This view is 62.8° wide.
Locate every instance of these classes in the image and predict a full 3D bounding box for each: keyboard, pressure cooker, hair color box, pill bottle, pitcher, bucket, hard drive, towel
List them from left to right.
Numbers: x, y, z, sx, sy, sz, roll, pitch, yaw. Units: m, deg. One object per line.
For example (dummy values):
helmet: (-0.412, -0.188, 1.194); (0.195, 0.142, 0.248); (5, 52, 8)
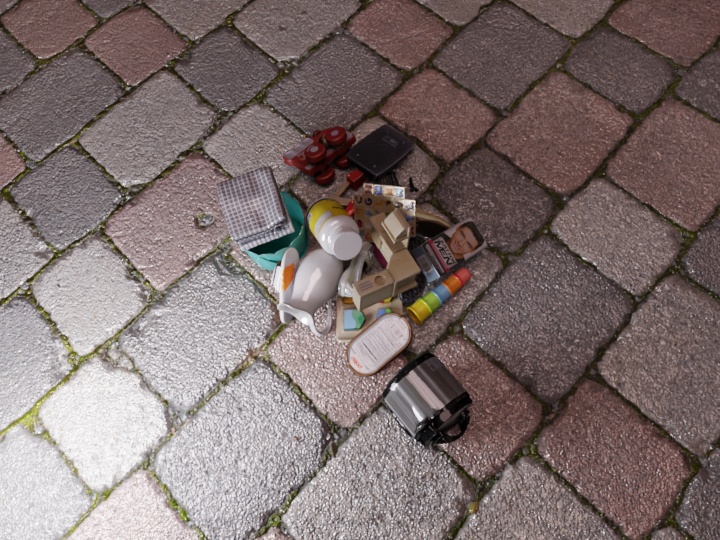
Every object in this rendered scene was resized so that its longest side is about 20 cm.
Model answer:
towel: (-0.284, -0.170, 1.574); (0.164, 0.086, 0.201); (-20, 66, -5)
bucket: (-0.245, -0.107, 1.664); (0.205, 0.135, 0.209); (-2, 66, 4)
pitcher: (-0.111, 0.059, 1.589); (0.121, 0.172, 0.201); (-1, 52, 45)
pill bottle: (-0.068, -0.109, 1.573); (0.111, 0.112, 0.200); (-26, 36, -8)
hard drive: (0.062, -0.357, 1.785); (0.135, 0.042, 0.200); (36, 57, 17)
keyboard: (0.101, -0.248, 1.706); (0.126, 0.021, 0.200); (-3, 28, -2)
pressure cooker: (0.171, 0.324, 1.425); (0.175, 0.179, 0.200); (-36, 68, -15)
hair color box: (0.243, -0.059, 1.606); (0.199, 0.061, 0.099); (-30, 89, -32)

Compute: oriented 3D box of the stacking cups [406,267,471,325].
stacking cups: (0.217, 0.062, 1.602); (0.200, 0.061, 0.061); (-39, 70, -13)

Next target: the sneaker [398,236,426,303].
sneaker: (0.144, 0.003, 1.625); (0.071, 0.083, 0.201); (17, 69, -7)

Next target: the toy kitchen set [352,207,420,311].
toy kitchen set: (0.034, -0.047, 1.501); (0.179, 0.164, 0.201); (-23, 62, -15)

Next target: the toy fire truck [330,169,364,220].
toy fire truck: (-0.042, -0.191, 1.737); (0.200, 0.049, 0.141); (-37, 69, -12)

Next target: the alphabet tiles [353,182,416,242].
alphabet tiles: (0.065, -0.152, 1.622); (0.199, 0.168, 0.006); (11, 21, 33)

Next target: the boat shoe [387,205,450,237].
boat shoe: (0.165, -0.153, 1.673); (0.199, 0.072, 0.077); (14, 51, -21)

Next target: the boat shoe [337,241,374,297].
boat shoe: (0.000, -0.001, 1.614); (0.064, 0.075, 0.202); (15, 43, 14)

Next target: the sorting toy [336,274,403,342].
sorting toy: (0.025, 0.098, 1.611); (0.183, 0.037, 0.202); (-2, 66, 3)

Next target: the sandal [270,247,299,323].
sandal: (-0.213, 0.039, 1.595); (0.059, 0.079, 0.209); (11, 101, 25)

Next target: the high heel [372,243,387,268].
high heel: (0.065, -0.111, 1.669); (0.067, 0.096, 0.202); (-3, 66, 2)

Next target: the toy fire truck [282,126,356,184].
toy fire truck: (-0.122, -0.370, 1.799); (0.200, 0.112, 0.168); (-42, 52, -15)

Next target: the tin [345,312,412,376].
tin: (0.047, 0.192, 1.547); (0.200, 0.042, 0.112); (-40, 76, -4)
